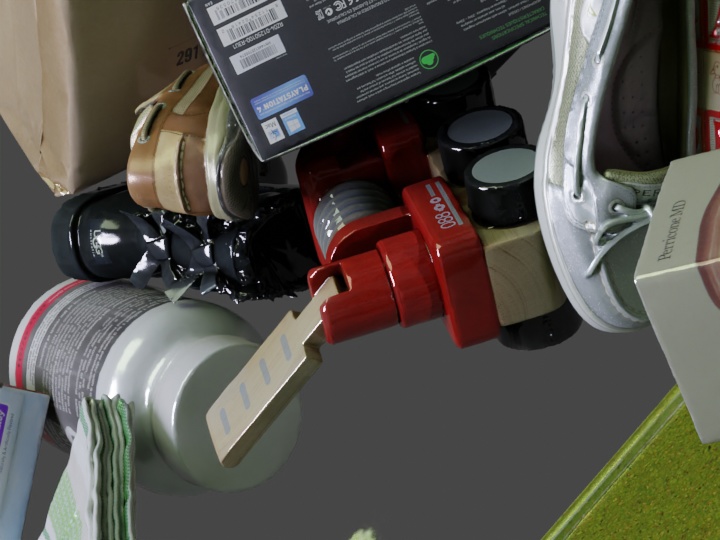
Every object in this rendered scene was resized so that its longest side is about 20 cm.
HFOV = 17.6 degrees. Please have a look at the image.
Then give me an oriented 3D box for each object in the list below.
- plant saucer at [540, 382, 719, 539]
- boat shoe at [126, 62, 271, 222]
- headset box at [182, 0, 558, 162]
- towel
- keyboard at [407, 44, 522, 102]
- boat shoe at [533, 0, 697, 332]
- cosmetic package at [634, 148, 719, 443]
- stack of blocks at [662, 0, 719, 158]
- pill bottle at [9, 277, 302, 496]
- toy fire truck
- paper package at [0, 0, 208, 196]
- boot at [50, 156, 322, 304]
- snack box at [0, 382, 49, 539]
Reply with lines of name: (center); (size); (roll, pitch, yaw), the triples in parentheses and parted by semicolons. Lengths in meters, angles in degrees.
plant saucer: (0.147, 0.116, 0.946); (0.200, 0.048, 0.199); (-47, 28, -12)
boat shoe: (-0.089, -0.078, 1.266); (0.073, 0.076, 0.200); (-3, 15, 3)
headset box: (0.016, -0.148, 1.222); (0.173, 0.093, 0.200); (-24, 9, 10)
towel: (-0.164, 0.182, 1.234); (0.150, 0.030, 0.201); (-98, 29, -52)
keyboard: (0.044, -0.081, 1.367); (0.200, 0.040, 0.104); (-46, 15, 32)
boat shoe: (0.130, -0.069, 1.102); (0.065, 0.074, 0.204); (16, 106, 63)
cosmetic package: (0.220, -0.010, 0.919); (0.198, 0.088, 0.104); (-15, 27, 25)
stack of blocks: (0.181, -0.113, 1.128); (0.058, 0.116, 0.200); (-11, 16, -26)
pill bottle: (-0.115, 0.067, 1.325); (0.111, 0.111, 0.199); (-54, 29, -14)
toy fire truck: (0.000, 0.000, 1.209); (0.198, 0.130, 0.176); (-17, 30, -5)
paper package: (-0.116, -0.171, 1.356); (0.199, 0.191, 0.104); (-26, 56, -25)
boot: (-0.066, -0.032, 1.353); (0.161, 0.074, 0.198); (2, 17, 41)
snack box: (-0.246, 0.168, 1.351); (0.142, 0.053, 0.202); (-9, 67, 60)
